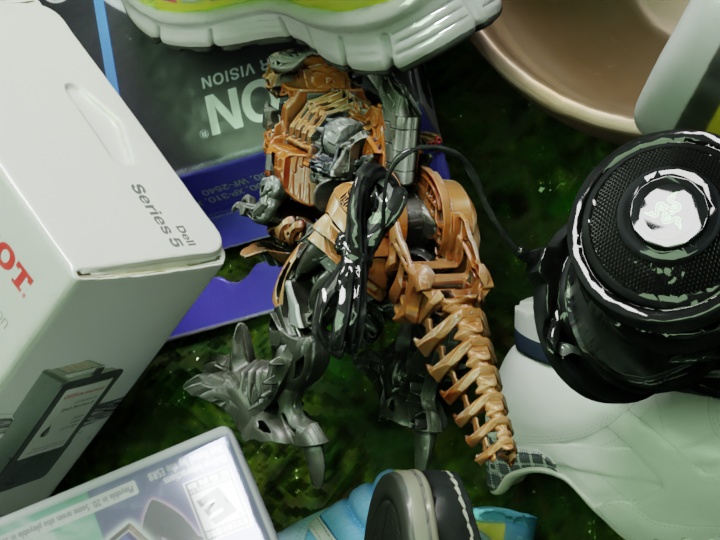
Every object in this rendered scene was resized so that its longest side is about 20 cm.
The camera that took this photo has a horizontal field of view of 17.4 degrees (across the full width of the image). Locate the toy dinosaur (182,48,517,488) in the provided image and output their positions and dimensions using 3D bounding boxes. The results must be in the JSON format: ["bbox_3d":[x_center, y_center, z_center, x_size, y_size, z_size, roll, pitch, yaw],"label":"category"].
[{"bbox_3d":[0.000,0.000,0.852,0.102,0.200,0.136,11,123,-11],"label":"toy dinosaur"}]

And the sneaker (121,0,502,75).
[{"bbox_3d":[-0.030,-0.133,0.869,0.078,0.090,0.200,-38,31,-30],"label":"sneaker"}]

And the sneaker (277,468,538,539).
[{"bbox_3d":[0.033,0.160,0.858,0.130,0.080,0.200,-37,69,9],"label":"sneaker"}]

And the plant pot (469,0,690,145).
[{"bbox_3d":[0.134,-0.133,0.888,0.200,0.093,0.201,-5,75,18],"label":"plant pot"}]

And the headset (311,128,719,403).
[{"bbox_3d":[0.089,0.014,0.753,0.200,0.124,0.094,19,71,-1],"label":"headset"}]

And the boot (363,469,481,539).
[{"bbox_3d":[0.089,0.154,0.804,0.153,0.073,0.204,-12,91,-14],"label":"boot"}]

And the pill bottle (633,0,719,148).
[{"bbox_3d":[0.198,-0.047,0.753,0.200,0.111,0.111,28,87,5],"label":"pill bottle"}]

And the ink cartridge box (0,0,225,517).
[{"bbox_3d":[-0.164,0.012,0.917,0.146,0.084,0.200,52,123,23],"label":"ink cartridge box"}]

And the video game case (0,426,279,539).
[{"bbox_3d":[-0.106,0.169,0.831,0.200,0.023,0.182,-22,62,-5],"label":"video game case"}]

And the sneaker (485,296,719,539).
[{"bbox_3d":[0.142,0.071,0.856,0.200,0.076,0.081,18,101,22],"label":"sneaker"}]

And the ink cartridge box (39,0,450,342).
[{"bbox_3d":[-0.070,-0.076,0.971,0.198,0.043,0.200,-16,73,14],"label":"ink cartridge box"}]
